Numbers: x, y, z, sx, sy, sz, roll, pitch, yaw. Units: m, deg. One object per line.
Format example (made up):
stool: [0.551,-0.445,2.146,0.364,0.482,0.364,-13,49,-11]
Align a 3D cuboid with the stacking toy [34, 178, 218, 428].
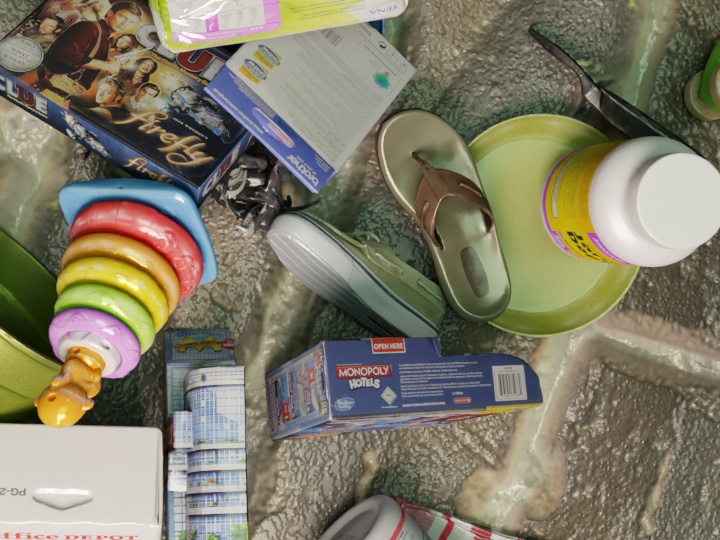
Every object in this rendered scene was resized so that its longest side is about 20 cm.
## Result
stacking toy: [-0.188,0.036,0.942,0.116,0.110,0.200,2,48,15]

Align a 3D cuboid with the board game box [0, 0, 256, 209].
board game box: [-0.178,-0.147,1.015,0.200,0.035,0.136,31,54,5]

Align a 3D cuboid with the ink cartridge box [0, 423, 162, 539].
ink cartridge box: [-0.232,0.200,1.013,0.144,0.200,0.085,2,57,-10]

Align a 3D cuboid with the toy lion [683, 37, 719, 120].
toy lion: [0.429,-0.183,1.186,0.200,0.069,0.192,34,80,-9]

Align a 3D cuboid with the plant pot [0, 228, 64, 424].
plant pot: [-0.343,0.074,1.010,0.200,0.200,0.193,44,97,-9]

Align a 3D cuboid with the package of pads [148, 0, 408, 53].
package of pads: [-0.072,-0.244,1.005,0.199,0.155,0.068,-11,129,-9]

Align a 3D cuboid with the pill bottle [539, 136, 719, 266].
pill bottle: [0.224,-0.056,1.051,0.104,0.200,0.105,0,92,-9]

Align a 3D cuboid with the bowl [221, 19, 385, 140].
bowl: [-0.080,-0.212,1.104,0.200,0.039,0.201,0,93,-10]

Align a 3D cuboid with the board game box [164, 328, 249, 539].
board game box: [-0.131,0.140,1.056,0.061,0.200,0.201,-1,79,-10]

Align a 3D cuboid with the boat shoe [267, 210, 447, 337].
boat shoe: [0.000,0.000,1.099,0.200,0.072,0.062,40,67,-36]

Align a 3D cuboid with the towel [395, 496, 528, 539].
towel: [0.100,0.305,1.169,0.199,0.023,0.144,20,90,-10]

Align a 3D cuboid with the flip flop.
flip flop: [0.078,-0.047,1.099,0.081,0.058,0.201,-23,96,-8]

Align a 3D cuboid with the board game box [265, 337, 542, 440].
board game box: [0.012,0.101,1.069,0.199,0.200,0.062,0,79,-31]

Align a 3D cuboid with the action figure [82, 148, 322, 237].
action figure: [-0.139,-0.070,1.065,0.200,0.119,0.102,27,58,-3]

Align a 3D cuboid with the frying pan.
frying pan: [0.225,-0.144,1.126,0.190,0.115,0.031,31,106,-9]

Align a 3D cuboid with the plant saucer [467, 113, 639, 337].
plant saucer: [0.161,-0.041,1.158,0.199,0.031,0.201,0,93,-9]

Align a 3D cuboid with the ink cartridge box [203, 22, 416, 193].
ink cartridge box: [-0.042,-0.146,1.016,0.119,0.042,0.200,43,42,-9]

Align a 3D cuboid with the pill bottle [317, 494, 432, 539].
pill bottle: [0.050,0.297,1.093,0.109,0.109,0.200,-42,100,-5]
